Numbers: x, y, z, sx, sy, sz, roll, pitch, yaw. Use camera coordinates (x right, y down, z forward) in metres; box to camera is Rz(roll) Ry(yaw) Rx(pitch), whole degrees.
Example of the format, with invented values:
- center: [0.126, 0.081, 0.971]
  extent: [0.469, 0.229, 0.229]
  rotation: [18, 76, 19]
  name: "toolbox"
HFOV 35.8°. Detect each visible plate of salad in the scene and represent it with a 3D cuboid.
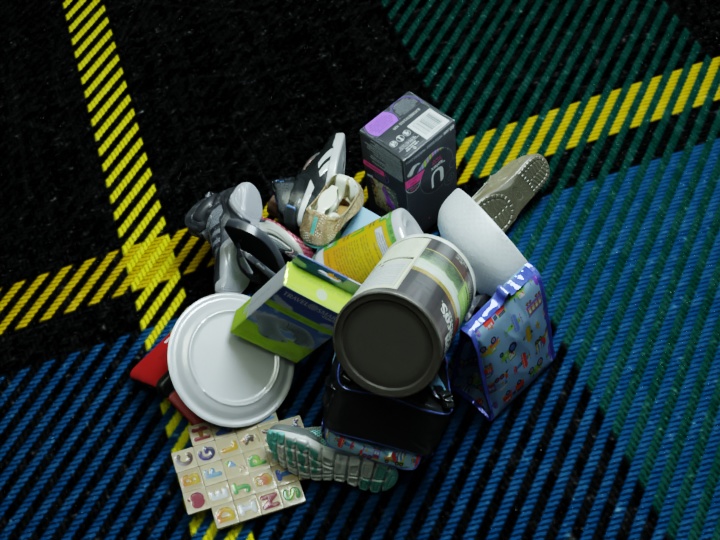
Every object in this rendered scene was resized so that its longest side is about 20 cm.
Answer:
- center: [-0.194, 0.134, 1.663]
  extent: [0.197, 0.048, 0.204]
  rotation: [8, 72, -24]
  name: "plate of salad"

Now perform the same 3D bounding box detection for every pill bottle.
- center: [0.000, 0.000, 1.649]
  extent: [0.198, 0.111, 0.112]
  rotation: [-27, 49, 18]
  name: "pill bottle"

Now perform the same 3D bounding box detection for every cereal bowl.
- center: [0.185, -0.025, 1.714]
  extent: [0.083, 0.200, 0.200]
  rotation: [-41, 56, 1]
  name: "cereal bowl"

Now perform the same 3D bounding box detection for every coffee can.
- center: [0.062, 0.055, 1.479]
  extent: [0.144, 0.149, 0.200]
  rotation: [11, 26, 15]
  name: "coffee can"

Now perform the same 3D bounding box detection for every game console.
- center: [-0.228, 0.148, 1.734]
  extent: [0.200, 0.120, 0.171]
  rotation: [-45, 28, -26]
  name: "game console"

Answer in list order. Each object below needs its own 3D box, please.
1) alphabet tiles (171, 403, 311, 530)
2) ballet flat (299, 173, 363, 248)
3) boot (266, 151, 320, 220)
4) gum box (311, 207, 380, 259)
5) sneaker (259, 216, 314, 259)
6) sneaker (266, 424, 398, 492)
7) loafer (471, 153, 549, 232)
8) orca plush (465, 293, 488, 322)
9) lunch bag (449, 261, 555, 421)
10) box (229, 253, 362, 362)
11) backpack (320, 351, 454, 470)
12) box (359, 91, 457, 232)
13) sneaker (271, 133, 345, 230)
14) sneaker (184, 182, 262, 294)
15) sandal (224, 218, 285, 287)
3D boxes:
- center: [-0.166, 0.279, 1.610]
  extent: [0.197, 0.006, 0.168]
  rotation: [-15, 56, -13]
  name: "alphabet tiles"
- center: [-0.036, -0.107, 1.706]
  extent: [0.069, 0.066, 0.201]
  rotation: [17, 35, 6]
  name: "ballet flat"
- center: [-0.030, -0.104, 1.881]
  extent: [0.199, 0.065, 0.187]
  rotation: [32, 62, 24]
  name: "boot"
- center: [0.014, 0.005, 1.734]
  extent: [0.199, 0.044, 0.171]
  rotation: [31, 87, 36]
  name: "gum box"
- center: [-0.162, -0.048, 1.850]
  extent: [0.198, 0.081, 0.076]
  rotation: [24, 86, 25]
  name: "sneaker"
- center: [-0.036, 0.252, 1.600]
  extent: [0.197, 0.078, 0.092]
  rotation: [15, 39, 6]
  name: "sneaker"
- center: [0.230, -0.116, 1.852]
  extent: [0.199, 0.077, 0.067]
  rotation: [-40, 19, -12]
  name: "loafer"
- center: [0.115, 0.050, 1.728]
  extent: [0.198, 0.071, 0.107]
  rotation: [-5, 64, 37]
  name: "orca plush"
- center: [0.205, 0.093, 1.604]
  extent: [0.150, 0.201, 0.094]
  rotation: [-40, 58, -23]
  name: "lunch bag"
- center: [-0.090, 0.058, 1.593]
  extent: [0.121, 0.200, 0.048]
  rotation: [26, 54, -20]
  name: "box"
- center: [0.036, 0.159, 1.579]
  extent: [0.180, 0.136, 0.201]
  rotation: [15, 29, -7]
  name: "backpack"
- center: [0.082, -0.166, 1.822]
  extent: [0.122, 0.201, 0.106]
  rotation: [-39, 57, -22]
  name: "box"
- center: [-0.088, -0.155, 1.837]
  extent: [0.110, 0.074, 0.202]
  rotation: [5, 51, 8]
  name: "sneaker"
- center: [-0.227, -0.043, 1.786]
  extent: [0.112, 0.075, 0.203]
  rotation: [-4, 63, 27]
  name: "sneaker"
- center: [-0.148, 0.002, 1.723]
  extent: [0.075, 0.201, 0.043]
  rotation: [3, 46, 41]
  name: "sandal"
